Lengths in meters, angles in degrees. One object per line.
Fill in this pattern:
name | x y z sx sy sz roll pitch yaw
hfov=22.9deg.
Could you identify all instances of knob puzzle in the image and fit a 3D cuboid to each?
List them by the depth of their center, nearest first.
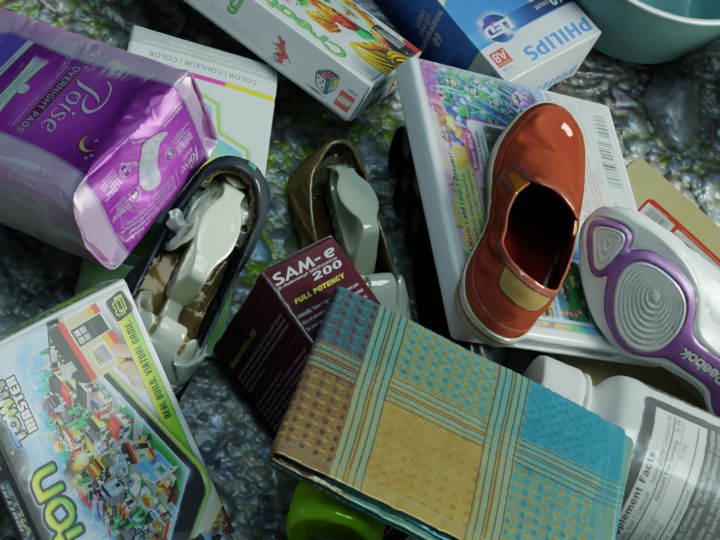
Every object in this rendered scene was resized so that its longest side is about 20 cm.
knob puzzle | 0.201 0.039 1.226 0.218 0.030 0.221 10 58 -15

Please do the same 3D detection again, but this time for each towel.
towel | 0.055 0.100 0.992 0.199 0.022 0.147 26 41 -4

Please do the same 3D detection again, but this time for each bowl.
bowl | 0.216 -0.237 1.354 0.199 0.105 0.202 9 57 -14

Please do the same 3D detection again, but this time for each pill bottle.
pill bottle | 0.184 0.135 1.112 0.199 0.113 0.114 24 55 -4

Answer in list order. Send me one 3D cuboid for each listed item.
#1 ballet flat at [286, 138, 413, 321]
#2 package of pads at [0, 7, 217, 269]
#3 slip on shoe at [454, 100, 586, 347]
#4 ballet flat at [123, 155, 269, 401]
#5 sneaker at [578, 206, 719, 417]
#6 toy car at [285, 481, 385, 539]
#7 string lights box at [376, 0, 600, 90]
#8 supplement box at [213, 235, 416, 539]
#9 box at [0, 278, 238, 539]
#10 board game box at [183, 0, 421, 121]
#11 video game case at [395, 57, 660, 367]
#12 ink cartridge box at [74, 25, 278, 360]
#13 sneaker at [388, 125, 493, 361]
ballet flat | 0.000 0.000 1.152 0.067 0.072 0.201 -3 61 -20
package of pads | -0.200 -0.087 1.083 0.199 0.076 0.121 22 60 30
slip on shoe | 0.112 -0.038 1.115 0.074 0.061 0.201 35 45 -13
ballet flat | -0.112 0.018 1.061 0.073 0.073 0.201 28 78 -2
sneaker | 0.215 0.030 1.162 0.200 0.075 0.100 45 26 -12
toy car | 0.046 0.223 0.951 0.198 0.158 0.165 7 52 11
string lights box | 0.072 -0.214 1.315 0.102 0.059 0.200 -30 74 -31
supplement box | 0.001 0.092 1.069 0.061 0.109 0.201 -29 77 -32
box | -0.143 0.119 0.997 0.110 0.035 0.201 -29 101 -31
board game box | -0.061 -0.186 1.232 0.199 0.035 0.126 36 24 4
video game case | 0.116 -0.038 1.177 0.181 0.024 0.201 9 58 -35
ink cartridge box | -0.119 -0.052 1.148 0.103 0.059 0.201 15 57 -13
sneaker | 0.080 -0.011 1.186 0.088 0.074 0.201 1 60 -17
